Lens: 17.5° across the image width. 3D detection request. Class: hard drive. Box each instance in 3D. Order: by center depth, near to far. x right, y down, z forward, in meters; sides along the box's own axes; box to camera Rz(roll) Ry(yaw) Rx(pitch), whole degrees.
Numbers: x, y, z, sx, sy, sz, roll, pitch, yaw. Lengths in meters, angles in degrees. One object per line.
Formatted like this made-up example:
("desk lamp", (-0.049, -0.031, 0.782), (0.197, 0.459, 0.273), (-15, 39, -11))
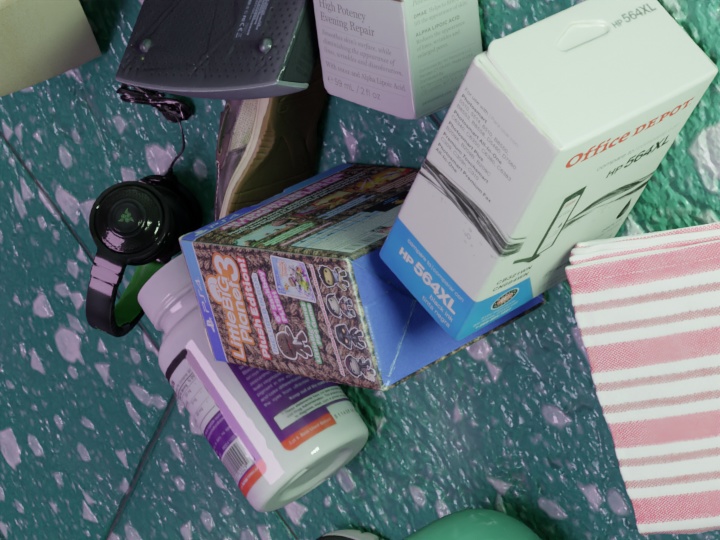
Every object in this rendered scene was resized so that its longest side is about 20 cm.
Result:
("hard drive", (-0.090, -0.184, 1.682), (0.199, 0.042, 0.136), (6, 74, 50))

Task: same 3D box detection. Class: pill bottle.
("pill bottle", (-0.091, 0.081, 1.855), (0.200, 0.111, 0.112), (55, 145, 14))

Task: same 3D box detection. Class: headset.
("headset", (-0.185, -0.048, 1.897), (0.093, 0.123, 0.201), (23, 103, 11))

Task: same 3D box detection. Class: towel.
("towel", (0.219, 0.067, 1.459), (0.146, 0.030, 0.201), (-9, 106, 27))

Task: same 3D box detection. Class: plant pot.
("plant pot", (-0.345, -0.233, 1.870), (0.200, 0.177, 0.200), (54, 174, 13))

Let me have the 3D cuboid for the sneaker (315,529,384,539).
("sneaker", (0.015, 0.280, 1.865), (0.200, 0.084, 0.075), (35, 136, 36))

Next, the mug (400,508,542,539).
("mug", (0.093, 0.268, 1.725), (0.152, 0.114, 0.186), (1, 113, 52))

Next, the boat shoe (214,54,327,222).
("boat shoe", (-0.073, -0.106, 1.752), (0.066, 0.071, 0.202), (50, 138, 35))

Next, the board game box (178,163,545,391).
("board game box", (0.000, 0.000, 1.636), (0.199, 0.159, 0.097), (8, 118, 52))

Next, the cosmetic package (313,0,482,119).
("cosmetic package", (0.019, -0.212, 1.551), (0.101, 0.074, 0.201), (20, 128, 46))

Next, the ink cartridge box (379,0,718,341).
("ink cartridge box", (0.114, -0.067, 1.450), (0.084, 0.146, 0.200), (50, 145, 18))
